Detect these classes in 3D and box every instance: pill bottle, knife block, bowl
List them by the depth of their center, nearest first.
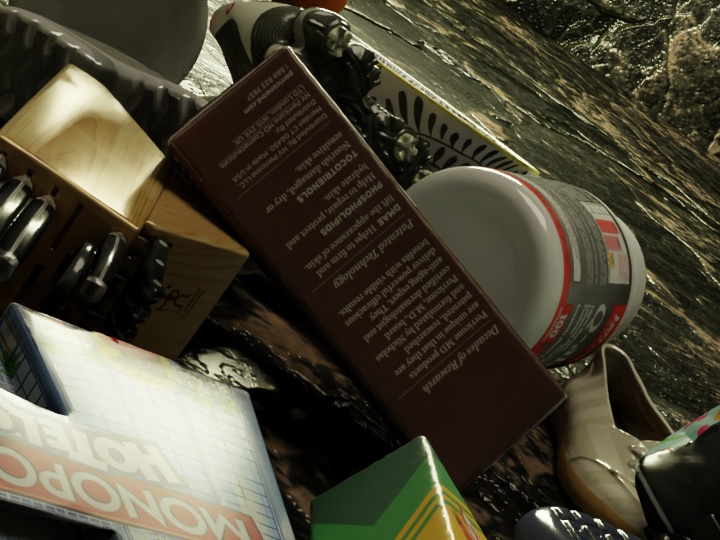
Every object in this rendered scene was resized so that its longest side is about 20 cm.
[{"bbox_3d":[-0.140,-0.027,0.759,0.175,0.064,0.200,19,23,-51],"label":"knife block"},{"bbox_3d":[-0.146,-0.174,1.095,0.112,0.113,0.200,31,16,-17],"label":"pill bottle"},{"bbox_3d":[0.097,0.002,1.096,0.116,0.116,0.200,42,16,21],"label":"pill bottle"},{"bbox_3d":[0.007,-0.083,1.174,0.200,0.094,0.201,35,8,-5],"label":"bowl"}]

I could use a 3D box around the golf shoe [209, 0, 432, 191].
[{"bbox_3d":[-0.019,-0.077,1.061,0.088,0.077,0.201,27,-28,41],"label":"golf shoe"}]

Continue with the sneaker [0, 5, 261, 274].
[{"bbox_3d":[-0.108,-0.075,0.952,0.200,0.075,0.082,38,17,8],"label":"sneaker"}]

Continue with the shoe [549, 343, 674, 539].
[{"bbox_3d":[0.147,0.100,1.031,0.070,0.054,0.200,31,16,-16],"label":"shoe"}]

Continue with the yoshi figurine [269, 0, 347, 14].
[{"bbox_3d":[-0.077,-0.209,1.021,0.112,0.113,0.200,7,-28,19],"label":"yoshi figurine"}]

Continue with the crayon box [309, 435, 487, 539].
[{"bbox_3d":[0.036,0.136,0.549,0.128,0.051,0.200,60,3,-9],"label":"crayon box"}]

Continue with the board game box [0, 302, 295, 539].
[{"bbox_3d":[-0.089,0.087,0.541,0.199,0.062,0.200,24,19,-38],"label":"board game box"}]

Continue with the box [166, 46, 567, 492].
[{"bbox_3d":[0.000,0.000,0.841,0.200,0.075,0.100,53,-4,-4],"label":"box"}]

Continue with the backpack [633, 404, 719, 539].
[{"bbox_3d":[0.219,0.138,0.874,0.178,0.150,0.200,61,4,14],"label":"backpack"}]

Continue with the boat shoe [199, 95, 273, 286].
[{"bbox_3d":[-0.028,-0.015,0.992,0.201,0.070,0.072,42,-1,20],"label":"boat shoe"}]

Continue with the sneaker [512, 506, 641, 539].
[{"bbox_3d":[0.118,0.165,0.675,0.200,0.082,0.074,42,12,-18],"label":"sneaker"}]
